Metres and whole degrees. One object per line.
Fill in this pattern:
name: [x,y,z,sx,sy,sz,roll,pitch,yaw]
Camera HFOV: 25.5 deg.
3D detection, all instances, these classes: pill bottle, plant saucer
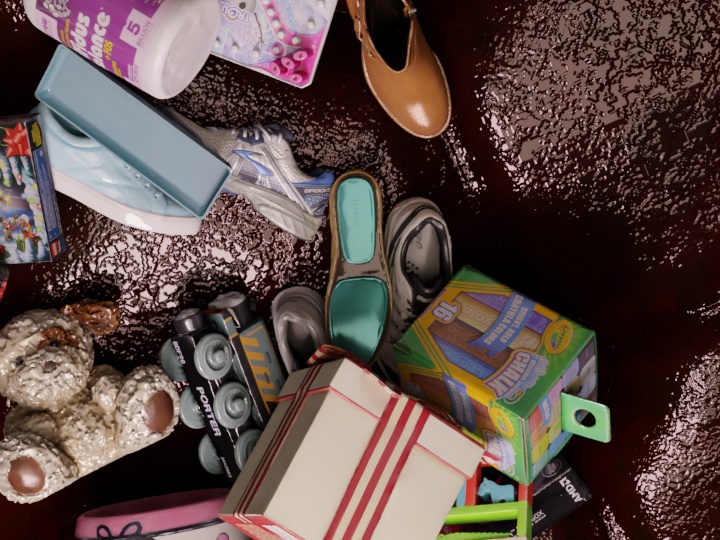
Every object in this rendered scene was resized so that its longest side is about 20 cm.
pill bottle: [-0.235,-0.249,1.450,0.199,0.112,0.113,30,103,12]
plant saucer: [-0.211,-0.132,1.492,0.199,0.019,0.070,36,126,-2]

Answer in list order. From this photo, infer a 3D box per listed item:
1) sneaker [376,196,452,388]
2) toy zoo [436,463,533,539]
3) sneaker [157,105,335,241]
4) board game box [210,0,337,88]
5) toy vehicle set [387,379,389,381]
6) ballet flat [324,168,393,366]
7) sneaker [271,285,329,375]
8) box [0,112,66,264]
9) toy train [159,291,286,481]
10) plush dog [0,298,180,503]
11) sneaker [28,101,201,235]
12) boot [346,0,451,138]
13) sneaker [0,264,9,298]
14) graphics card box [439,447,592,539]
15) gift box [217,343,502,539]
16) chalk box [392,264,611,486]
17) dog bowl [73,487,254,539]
sneaker: [0.053,0.030,1.587,0.075,0.088,0.202,-3,101,-11]
toy zoo: [0.109,0.191,1.585,0.130,0.201,0.020,-8,143,20]
sneaker: [-0.111,-0.114,1.556,0.199,0.077,0.086,32,92,-21]
board game box: [-0.111,-0.296,1.478,0.199,0.026,0.201,22,105,11]
toy vehicle set: [0.080,0.202,1.686,0.200,0.027,0.124,41,99,-15]
ballet flat: [0.000,0.000,1.583,0.068,0.063,0.202,3,94,1]
sneaker: [-0.039,0.116,1.605,0.074,0.087,0.201,-28,98,12]
box: [-0.389,-0.073,1.520,0.198,0.040,0.138,-3,107,15]
toy train: [-0.123,0.121,1.604,0.114,0.085,0.201,-32,107,-42]
plush dog: [-0.298,0.119,1.584,0.199,0.160,0.173,-26,90,-14]
sneaker: [-0.237,-0.101,1.538,0.199,0.074,0.082,24,108,-12]
boot: [0.041,-0.203,1.491,0.076,0.155,0.201,-18,108,0]
sneaker: [-0.417,0.038,1.520,0.095,0.080,0.199,38,129,-26]
graphics card box: [0.128,0.239,1.620,0.199,0.126,0.051,-35,116,6]
gift box: [0.004,0.188,1.472,0.184,0.200,0.188,34,70,-18]
chalk box: [0.149,0.111,1.527,0.124,0.199,0.125,-45,148,-26]
dog bowl: [-0.198,0.269,1.600,0.198,0.200,0.074,-9,88,-3]
